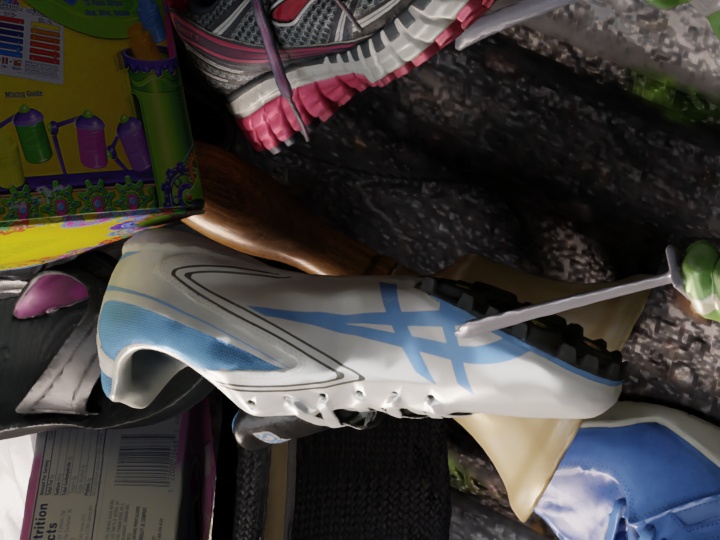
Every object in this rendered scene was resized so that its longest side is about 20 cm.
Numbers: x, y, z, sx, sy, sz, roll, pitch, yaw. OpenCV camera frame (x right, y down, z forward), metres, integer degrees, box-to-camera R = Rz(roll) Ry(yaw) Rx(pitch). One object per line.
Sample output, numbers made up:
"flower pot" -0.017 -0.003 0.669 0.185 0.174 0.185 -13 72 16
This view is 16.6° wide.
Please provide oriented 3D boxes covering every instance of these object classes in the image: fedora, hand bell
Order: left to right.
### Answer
"fedora" -0.012 0.097 1.019 0.091 0.201 0.201 4 136 -6
"hand bell" 0.000 0.000 0.926 0.200 0.104 0.104 29 139 5

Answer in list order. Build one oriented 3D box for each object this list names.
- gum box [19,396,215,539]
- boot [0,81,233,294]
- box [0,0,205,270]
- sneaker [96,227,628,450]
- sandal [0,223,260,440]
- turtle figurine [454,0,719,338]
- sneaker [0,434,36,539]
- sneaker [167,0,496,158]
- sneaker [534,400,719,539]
"gum box" -0.104 0.124 1.057 0.066 0.200 0.114 0 131 2
"boot" -0.145 -0.049 1.049 0.199 0.070 0.132 15 132 12
"box" -0.181 -0.096 0.867 0.122 0.200 0.193 -15 84 45
"sneaker" -0.002 0.032 0.857 0.200 0.072 0.073 9 89 27
"sandal" -0.122 0.031 0.999 0.200 0.076 0.048 -19 158 37
"turtle figurine" 0.116 -0.061 0.765 0.200 0.144 0.194 27 134 8
"sneaker" -0.177 0.112 1.215 0.115 0.074 0.200 17 127 29
"sneaker" -0.002 -0.104 0.866 0.075 0.081 0.200 51 140 -10
"sneaker" 0.131 0.126 0.948 0.200 0.111 0.077 23 137 20
